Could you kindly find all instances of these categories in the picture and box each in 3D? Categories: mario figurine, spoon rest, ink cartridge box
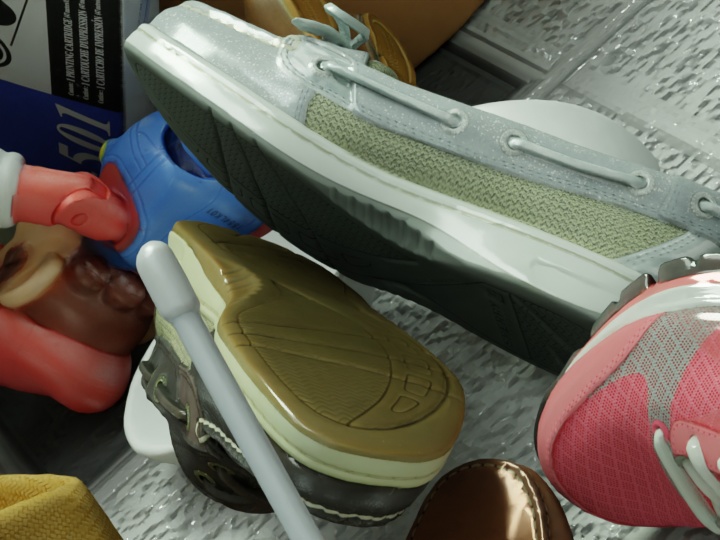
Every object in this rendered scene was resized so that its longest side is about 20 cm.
[{"bbox_3d":[-0.081,-0.037,1.010,0.200,0.123,0.106,-38,22,18],"label":"mario figurine"},{"bbox_3d":[0.000,0.000,0.921,0.199,0.061,0.100,-28,29,20],"label":"spoon rest"},{"bbox_3d":[-0.123,-0.092,1.028,0.200,0.094,0.044,97,-169,-62],"label":"ink cartridge box"}]

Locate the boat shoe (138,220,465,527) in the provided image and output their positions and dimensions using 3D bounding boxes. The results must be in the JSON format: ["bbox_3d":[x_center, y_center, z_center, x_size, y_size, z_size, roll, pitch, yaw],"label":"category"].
[{"bbox_3d":[-0.021,0.040,0.813,0.200,0.073,0.065,-126,52,-71],"label":"boat shoe"}]

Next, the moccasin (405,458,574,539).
[{"bbox_3d":[0.001,0.125,0.710,0.073,0.078,0.202,-9,40,45],"label":"moccasin"}]

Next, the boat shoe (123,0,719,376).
[{"bbox_3d":[0.020,-0.032,0.844,0.201,0.075,0.065,27,71,23],"label":"boat shoe"}]

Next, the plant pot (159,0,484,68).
[{"bbox_3d":[-0.030,-0.152,1.102,0.200,0.140,0.200,-31,28,18],"label":"plant pot"}]

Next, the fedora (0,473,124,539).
[{"bbox_3d":[-0.123,0.115,0.817,0.200,0.082,0.201,-21,11,4],"label":"fedora"}]

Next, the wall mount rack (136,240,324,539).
[{"bbox_3d":[-0.064,0.098,0.673,0.200,0.075,0.174,-35,37,16],"label":"wall mount rack"}]

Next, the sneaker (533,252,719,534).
[{"bbox_3d":[0.115,0.045,0.693,0.199,0.074,0.087,-13,38,41],"label":"sneaker"}]

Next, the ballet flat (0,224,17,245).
[{"bbox_3d":[-0.169,-0.009,1.143,0.064,0.076,0.201,5,53,34],"label":"ballet flat"}]
